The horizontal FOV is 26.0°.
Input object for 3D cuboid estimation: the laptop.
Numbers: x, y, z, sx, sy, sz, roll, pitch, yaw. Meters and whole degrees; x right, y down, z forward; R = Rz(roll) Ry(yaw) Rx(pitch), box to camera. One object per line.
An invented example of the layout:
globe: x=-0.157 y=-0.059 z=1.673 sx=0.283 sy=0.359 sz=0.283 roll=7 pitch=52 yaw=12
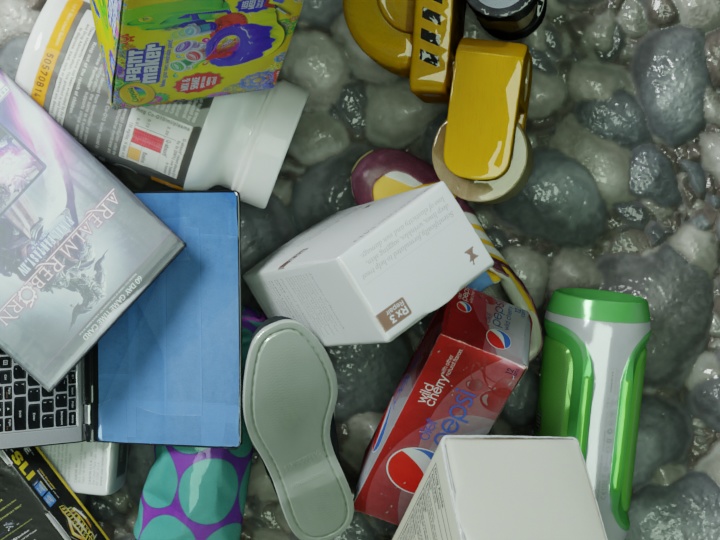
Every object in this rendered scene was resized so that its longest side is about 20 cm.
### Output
laptop: x=-0.199 y=0.037 z=1.113 sx=0.199 sy=0.116 sz=0.189 roll=-2 pitch=92 yaw=-36

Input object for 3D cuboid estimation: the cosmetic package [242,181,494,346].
cosmetic package: x=0.000 y=0.000 z=1.117 sx=0.101 sy=0.200 sz=0.074 roll=-36 pitch=98 yaw=-22

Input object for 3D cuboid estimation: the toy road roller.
toy road roller: x=0.059 y=-0.153 z=1.158 sx=0.145 sy=0.123 sz=0.201 roll=5 pitch=91 yaw=10

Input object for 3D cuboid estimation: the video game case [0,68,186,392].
video game case: x=-0.242 y=-0.035 z=1.092 sx=0.200 sy=0.019 sz=0.143 roll=43 pitch=87 yaw=-6

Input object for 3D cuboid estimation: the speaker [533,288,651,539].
speaker: x=0.175 y=0.118 z=1.206 sx=0.088 sy=0.088 sz=0.201 roll=5 pitch=96 yaw=-3

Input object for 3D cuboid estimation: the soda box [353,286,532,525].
soda box: x=0.059 y=0.106 z=1.163 sx=0.070 sy=0.064 sz=0.201 roll=21 pitch=129 yaw=-4

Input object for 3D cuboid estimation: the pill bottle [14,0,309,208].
pill bottle: x=-0.146 y=-0.125 z=1.150 sx=0.199 sy=0.116 sz=0.117 roll=22 pitch=95 yaw=-4

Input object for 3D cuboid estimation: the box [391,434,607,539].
box: x=0.093 y=0.226 z=1.136 sx=0.108 sy=0.128 sz=0.200 roll=2 pitch=141 yaw=-16

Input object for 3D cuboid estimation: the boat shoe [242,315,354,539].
boat shoe: x=-0.053 y=0.112 z=1.163 sx=0.075 sy=0.060 sz=0.201 roll=-14 pitch=122 yaw=-13

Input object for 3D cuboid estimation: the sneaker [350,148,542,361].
sneaker: x=0.070 y=-0.012 z=1.184 sx=0.075 sy=0.090 sz=0.200 roll=-43 pitch=97 yaw=2

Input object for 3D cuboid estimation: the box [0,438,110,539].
box: x=-0.314 y=0.207 z=1.192 sx=0.200 sy=0.049 sz=0.160 roll=-35 pitch=96 yaw=17

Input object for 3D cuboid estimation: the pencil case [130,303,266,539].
pencil case: x=-0.124 y=0.121 z=1.195 sx=0.092 sy=0.085 sz=0.201 roll=14 pitch=97 yaw=40

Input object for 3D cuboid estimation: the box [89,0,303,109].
box: x=-0.119 y=-0.236 z=1.012 sx=0.121 sy=0.200 sz=0.194 roll=-9 pitch=76 yaw=-14

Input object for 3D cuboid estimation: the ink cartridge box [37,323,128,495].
ink cartridge box: x=-0.276 y=0.080 z=1.212 sx=0.199 sy=0.057 sz=0.164 roll=6 pitch=97 yaw=12
